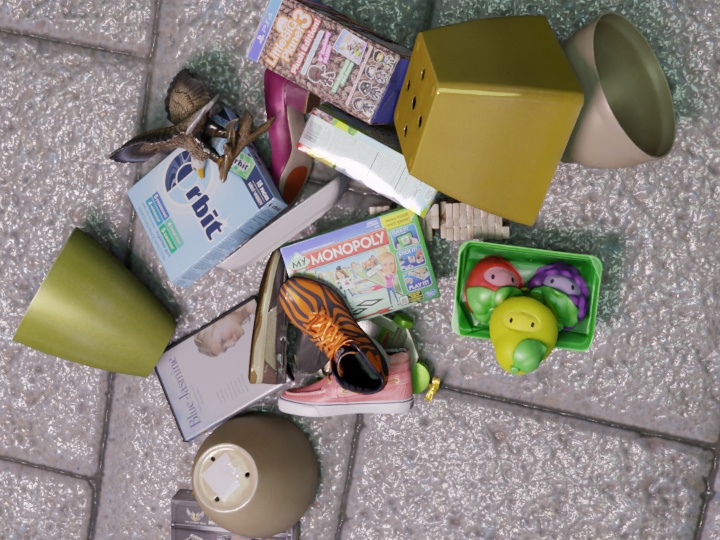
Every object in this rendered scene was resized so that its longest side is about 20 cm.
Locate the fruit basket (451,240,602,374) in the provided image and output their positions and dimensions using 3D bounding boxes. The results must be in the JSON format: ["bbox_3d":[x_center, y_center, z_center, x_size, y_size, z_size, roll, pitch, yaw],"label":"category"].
[{"bbox_3d":[0.224,0.048,1.625,0.212,0.216,0.158,7,102,8],"label":"fruit basket"}]

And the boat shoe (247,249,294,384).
[{"bbox_3d":[-0.121,0.070,1.733,0.064,0.073,0.203,11,76,-10],"label":"boat shoe"}]

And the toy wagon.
[{"bbox_3d":[0.025,0.132,1.757,0.198,0.040,0.157,26,104,3],"label":"toy wagon"}]

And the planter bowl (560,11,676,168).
[{"bbox_3d":[0.309,-0.220,1.577,0.134,0.200,0.202,-23,98,39],"label":"planter bowl"}]

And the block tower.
[{"bbox_3d":[0.113,-0.073,1.694,0.196,0.054,0.059,0,102,9],"label":"block tower"}]

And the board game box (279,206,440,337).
[{"bbox_3d":[0.000,0.000,1.669,0.197,0.029,0.137,-18,102,2],"label":"board game box"}]

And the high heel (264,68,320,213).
[{"bbox_3d":[-0.116,-0.189,1.719,0.095,0.067,0.203,28,110,32],"label":"high heel"}]

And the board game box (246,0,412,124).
[{"bbox_3d":[-0.026,-0.285,1.603,0.198,0.159,0.098,30,105,15],"label":"board game box"}]

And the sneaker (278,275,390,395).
[{"bbox_3d":[-0.034,0.088,1.612,0.200,0.112,0.078,42,99,-4],"label":"sneaker"}]

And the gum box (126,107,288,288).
[{"bbox_3d":[-0.223,-0.104,1.711,0.199,0.044,0.171,-37,65,14],"label":"gum box"}]

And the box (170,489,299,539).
[{"bbox_3d":[-0.196,0.430,1.846,0.196,0.048,0.161,2,100,9],"label":"box"}]

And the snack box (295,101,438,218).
[{"bbox_3d":[0.025,-0.159,1.632,0.198,0.169,0.068,27,106,4],"label":"snack box"}]

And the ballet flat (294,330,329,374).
[{"bbox_3d":[-0.047,0.055,1.725,0.065,0.057,0.203,17,101,-12],"label":"ballet flat"}]

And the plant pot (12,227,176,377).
[{"bbox_3d":[-0.378,0.068,1.753,0.198,0.187,0.189,30,105,-11],"label":"plant pot"}]

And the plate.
[{"bbox_3d":[-0.096,-0.066,1.647,0.199,0.200,0.033,-35,94,9],"label":"plate"}]

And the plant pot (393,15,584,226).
[{"bbox_3d":[0.148,-0.204,1.521,0.173,0.202,0.202,6,129,-15],"label":"plant pot"}]

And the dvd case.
[{"bbox_3d":[-0.209,0.147,1.782,0.198,0.018,0.144,-30,73,13],"label":"dvd case"}]

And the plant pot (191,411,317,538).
[{"bbox_3d":[-0.171,0.297,1.713,0.184,0.200,0.191,-1,82,9],"label":"plant pot"}]

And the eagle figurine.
[{"bbox_3d":[-0.245,-0.192,1.649,0.198,0.151,0.153,24,109,24],"label":"eagle figurine"}]

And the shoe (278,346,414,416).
[{"bbox_3d":[-0.022,0.156,1.716,0.196,0.072,0.093,-2,99,4],"label":"shoe"}]
